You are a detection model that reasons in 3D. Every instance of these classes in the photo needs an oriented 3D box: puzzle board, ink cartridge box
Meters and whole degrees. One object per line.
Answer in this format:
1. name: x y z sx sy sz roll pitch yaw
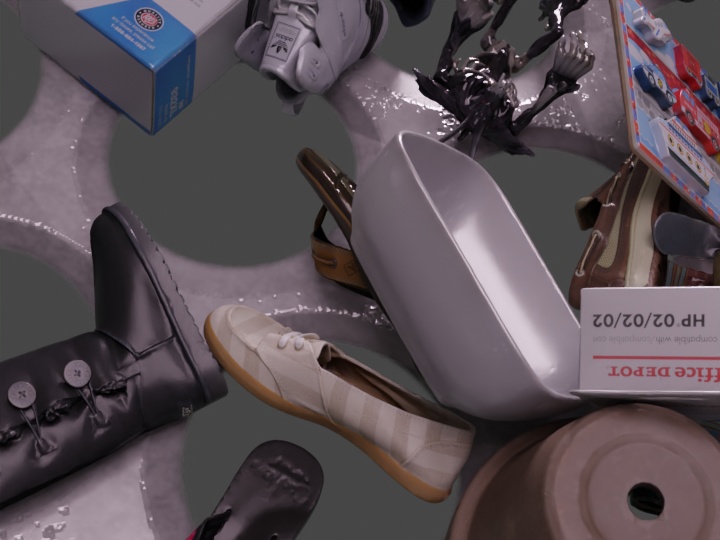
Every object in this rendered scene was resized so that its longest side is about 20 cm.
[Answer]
1. puzzle board: 0.249 -0.110 1.015 0.199 0.017 0.153 32 46 -41
2. ink cartridge box: -0.145 -0.225 1.049 0.144 0.084 0.200 36 60 14
3. ink cartridge box: 0.198 0.051 0.821 0.113 0.200 0.069 -1 80 20

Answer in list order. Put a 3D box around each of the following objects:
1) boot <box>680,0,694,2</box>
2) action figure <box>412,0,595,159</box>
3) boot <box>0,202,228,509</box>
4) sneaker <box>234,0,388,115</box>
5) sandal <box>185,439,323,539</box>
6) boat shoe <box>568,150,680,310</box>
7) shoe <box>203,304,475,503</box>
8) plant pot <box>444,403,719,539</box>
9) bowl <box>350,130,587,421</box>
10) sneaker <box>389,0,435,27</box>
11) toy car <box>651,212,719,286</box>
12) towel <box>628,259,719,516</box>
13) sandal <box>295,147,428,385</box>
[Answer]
1. boot: 0.242 -0.315 1.134 0.198 0.147 0.071 30 60 9
2. action figure: 0.115 -0.173 1.055 0.118 0.102 0.202 29 57 -5
3. boot: -0.210 0.058 0.886 0.198 0.066 0.166 -26 65 -18
4. sneaker: -0.038 -0.206 0.996 0.074 0.201 0.115 25 63 24
5. sandal: -0.083 0.184 0.838 0.074 0.045 0.201 25 58 5
6. boat shoe: 0.197 -0.049 1.014 0.074 0.075 0.204 5 48 18
7. shoe: -0.013 0.075 0.897 0.199 0.054 0.070 33 22 4
8. plant pot: 0.149 0.165 0.802 0.197 0.175 0.203 0 64 -1
9. bowl: 0.073 0.016 0.899 0.074 0.199 0.202 -35 74 18
10. sneaker: 0.020 -0.263 1.052 0.073 0.200 0.082 -7 67 28
11. toy car: 0.306 -0.005 0.944 0.197 0.158 0.167 -9 72 -8
12. towel: 0.267 0.093 0.969 0.144 0.022 0.202 16 58 -1
13. sandal: 0.000 0.000 0.959 0.054 0.082 0.202 -32 77 12
